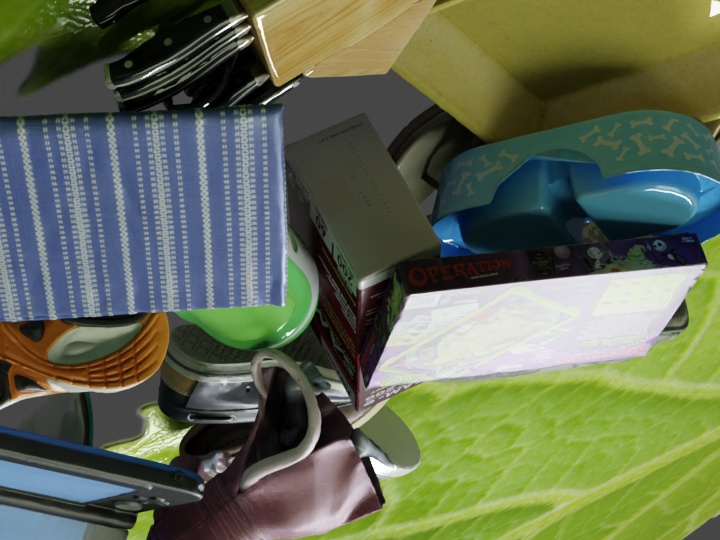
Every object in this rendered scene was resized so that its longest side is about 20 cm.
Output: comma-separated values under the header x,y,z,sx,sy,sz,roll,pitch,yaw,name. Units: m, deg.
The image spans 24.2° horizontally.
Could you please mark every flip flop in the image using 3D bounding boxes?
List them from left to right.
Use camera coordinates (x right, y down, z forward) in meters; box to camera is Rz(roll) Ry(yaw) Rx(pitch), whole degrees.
x,y,z,sx,sy,sz,roll,pitch,yaw,name
0.095,-0.088,1.113,0.199,0.058,0.081,-29,158,9,flip flop

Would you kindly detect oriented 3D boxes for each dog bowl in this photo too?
x,y,z,sx,sy,sz,roll,pitch,yaw,name
0.136,-0.047,1.055,0.198,0.050,0.111,-11,152,26,dog bowl

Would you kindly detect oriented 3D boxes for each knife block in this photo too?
x,y,z,sx,sy,sz,roll,pitch,yaw,name
-0.038,-0.150,0.825,0.175,0.064,0.200,-9,146,-45,knife block

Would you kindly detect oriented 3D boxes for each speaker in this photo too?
x,y,z,sx,sy,sz,roll,pitch,yaw,name
-0.086,-0.013,1.000,0.088,0.089,0.200,-34,157,2,speaker

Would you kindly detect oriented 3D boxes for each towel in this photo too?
x,y,z,sx,sy,sz,roll,pitch,yaw,name
-0.136,-0.029,0.860,0.198,0.024,0.146,-3,138,-3,towel

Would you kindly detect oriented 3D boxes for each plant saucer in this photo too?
x,y,z,sx,sy,sz,roll,pitch,yaw,name
0.132,-0.139,0.974,0.199,0.049,0.199,-17,149,32,plant saucer

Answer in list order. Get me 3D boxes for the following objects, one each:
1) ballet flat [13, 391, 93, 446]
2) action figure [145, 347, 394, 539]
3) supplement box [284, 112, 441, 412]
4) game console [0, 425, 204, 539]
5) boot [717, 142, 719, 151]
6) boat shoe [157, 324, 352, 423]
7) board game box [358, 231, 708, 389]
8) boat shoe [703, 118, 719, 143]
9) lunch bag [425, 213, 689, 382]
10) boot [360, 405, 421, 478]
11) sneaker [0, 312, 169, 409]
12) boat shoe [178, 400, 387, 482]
x,y,z,sx,sy,sz,roll,pitch,yaw,name
-0.219,0.141,1.161,0.069,0.070,0.201,-23,155,-23,ballet flat
-0.078,0.163,1.099,0.199,0.134,0.149,-38,161,2,action figure
0.000,0.000,1.104,0.060,0.109,0.201,-24,154,-12,supplement box
-0.222,0.171,1.035,0.198,0.120,0.170,17,160,-30,game console
0.296,-0.145,1.257,0.182,0.073,0.200,-43,159,-4,boot
-0.060,0.078,1.200,0.199,0.075,0.063,3,120,-39,boat shoe
0.106,0.026,1.053,0.198,0.033,0.120,-5,146,-17,board game box
0.276,-0.144,1.077,0.199,0.067,0.074,-34,163,-6,boat shoe
0.117,0.016,1.253,0.199,0.141,0.167,-3,159,-45,lunch bag
-0.036,0.155,1.421,0.090,0.073,0.199,-36,149,25,boot
-0.216,0.049,0.972,0.198,0.077,0.092,-2,177,-27,sneaker
-0.050,0.094,1.275,0.199,0.073,0.072,-29,154,-1,boat shoe
